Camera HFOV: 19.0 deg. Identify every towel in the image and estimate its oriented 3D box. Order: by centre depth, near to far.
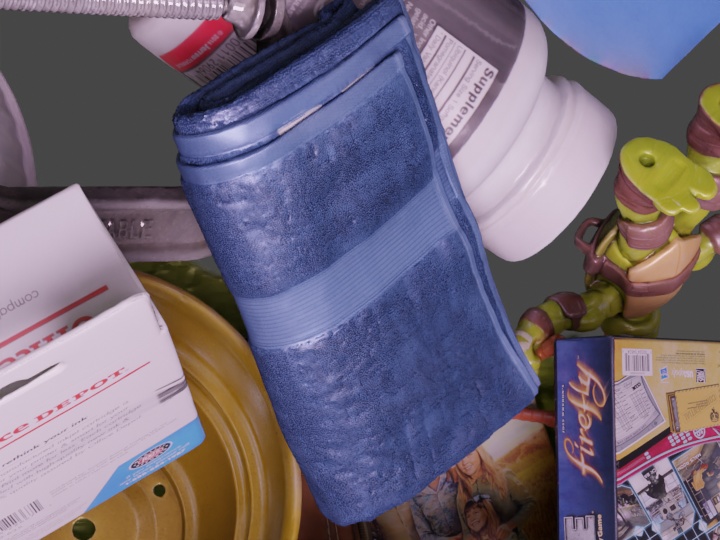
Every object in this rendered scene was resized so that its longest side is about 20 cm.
[{"bbox_3d":[0.000,0.000,0.854,0.111,0.048,0.201,-36,125,-25],"label":"towel"}]

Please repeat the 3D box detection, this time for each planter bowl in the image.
[{"bbox_3d":[-0.123,0.104,0.921,0.199,0.084,0.202,0,72,0],"label":"planter bowl"}]

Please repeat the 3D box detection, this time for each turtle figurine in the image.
[{"bbox_3d":[0.140,-0.014,0.970,0.199,0.065,0.162,-19,150,-22],"label":"turtle figurine"}]

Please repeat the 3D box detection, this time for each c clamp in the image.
[{"bbox_3d":[-0.098,-0.078,0.803,0.199,0.027,0.172,5,108,-37],"label":"c clamp"}]

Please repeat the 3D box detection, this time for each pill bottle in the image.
[{"bbox_3d":[0.010,-0.090,0.921,0.200,0.111,0.111,35,91,-19],"label":"pill bottle"}]

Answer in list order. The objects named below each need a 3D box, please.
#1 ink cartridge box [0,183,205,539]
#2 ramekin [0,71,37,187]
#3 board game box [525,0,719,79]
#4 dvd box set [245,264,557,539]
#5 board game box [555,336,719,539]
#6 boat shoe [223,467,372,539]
[{"bbox_3d":[-0.129,0.040,0.793,0.115,0.200,0.067,-29,73,-9],"label":"ink cartridge box"},{"bbox_3d":[-0.228,-0.033,0.849,0.201,0.094,0.204,1,84,-9],"label":"ramekin"},{"bbox_3d":[0.129,-0.190,0.968,0.200,0.039,0.158,-44,113,-16],"label":"board game box"},{"bbox_3d":[0.022,0.106,1.006,0.146,0.029,0.201,-23,106,-10],"label":"dvd box set"},{"bbox_3d":[0.167,0.100,0.957,0.199,0.035,0.136,4,83,-42],"label":"board game box"},{"bbox_3d":[-0.038,0.171,0.958,0.071,0.068,0.201,8,111,10],"label":"boat shoe"}]
